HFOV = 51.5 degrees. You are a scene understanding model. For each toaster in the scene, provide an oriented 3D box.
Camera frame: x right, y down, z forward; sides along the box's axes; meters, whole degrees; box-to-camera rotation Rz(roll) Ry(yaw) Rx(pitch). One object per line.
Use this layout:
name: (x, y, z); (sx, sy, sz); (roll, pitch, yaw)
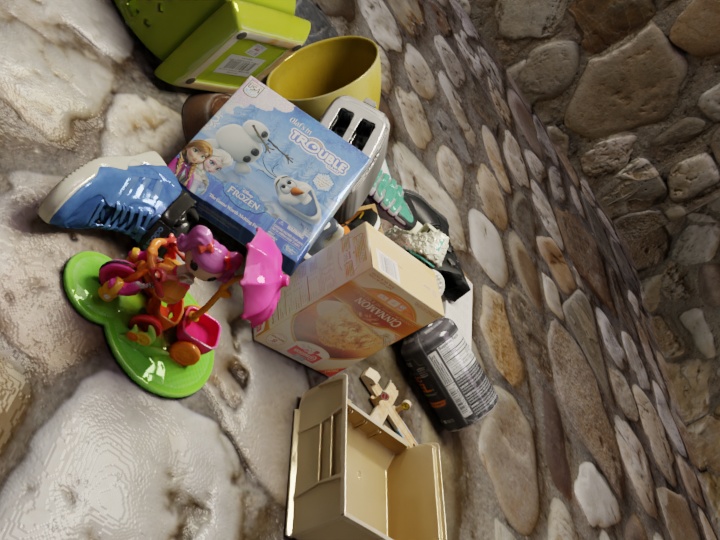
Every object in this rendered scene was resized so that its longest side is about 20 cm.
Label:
toaster: (-0.031, -0.165, 1.129); (0.113, 0.129, 0.202); (28, 73, 4)

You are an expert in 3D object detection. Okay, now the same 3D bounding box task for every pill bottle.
pill bottle: (0.135, 0.153, 1.229); (0.202, 0.105, 0.106); (59, 27, -3)

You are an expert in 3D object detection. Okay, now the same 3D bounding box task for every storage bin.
storage bin: (0.012, 0.261, 0.925); (0.200, 0.093, 0.200); (41, 33, -33)

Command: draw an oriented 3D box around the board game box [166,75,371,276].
board game box: (-0.117, -0.127, 0.961); (0.199, 0.043, 0.200); (33, 58, 0)

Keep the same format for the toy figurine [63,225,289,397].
toy figurine: (-0.166, 0.011, 0.759); (0.200, 0.183, 0.151); (42, 32, -30)

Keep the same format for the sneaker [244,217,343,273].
sneaker: (-0.077, -0.081, 1.022); (0.128, 0.080, 0.202); (15, 59, -10)

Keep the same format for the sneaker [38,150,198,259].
sneaker: (-0.246, -0.061, 0.806); (0.112, 0.077, 0.200); (49, 21, -1)

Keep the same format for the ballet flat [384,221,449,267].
ballet flat: (0.099, -0.052, 1.291); (0.072, 0.072, 0.200); (47, -8, -24)

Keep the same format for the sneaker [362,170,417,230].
sneaker: (0.006, -0.130, 1.264); (0.200, 0.087, 0.075); (43, 37, -7)

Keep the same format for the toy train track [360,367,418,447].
toy train track: (0.068, 0.231, 1.118); (0.201, 0.032, 0.115); (58, 27, -8)

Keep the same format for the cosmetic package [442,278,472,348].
cosmetic package: (0.172, 0.072, 1.429); (0.083, 0.050, 0.201); (44, 31, -20)

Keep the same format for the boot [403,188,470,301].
boot: (0.121, -0.051, 1.406); (0.163, 0.066, 0.202); (24, 38, -27)

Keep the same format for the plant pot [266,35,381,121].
plant pot: (-0.046, -0.287, 1.283); (0.202, 0.197, 0.143); (-86, 161, -48)

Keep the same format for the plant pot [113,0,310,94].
plant pot: (-0.199, -0.364, 1.046); (0.199, 0.198, 0.184); (-12, 76, -57)

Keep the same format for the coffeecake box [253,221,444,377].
coffeecake box: (-0.018, 0.045, 0.964); (0.153, 0.199, 0.074); (32, 37, -41)

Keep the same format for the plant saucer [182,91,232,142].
plant saucer: (-0.175, -0.183, 1.097); (0.200, 0.034, 0.202); (40, 33, -33)

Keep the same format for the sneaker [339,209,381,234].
sneaker: (-0.046, -0.041, 1.086); (0.090, 0.070, 0.201); (45, 56, -10)

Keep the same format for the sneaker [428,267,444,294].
sneaker: (0.039, -0.003, 1.266); (0.198, 0.076, 0.105); (25, -5, -15)

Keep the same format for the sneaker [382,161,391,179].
sneaker: (-0.013, -0.214, 1.358); (0.130, 0.079, 0.202); (3, 61, -60)

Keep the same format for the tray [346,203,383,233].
tray: (0.000, 0.000, 1.154); (0.037, 0.097, 0.203); (95, -19, -65)
